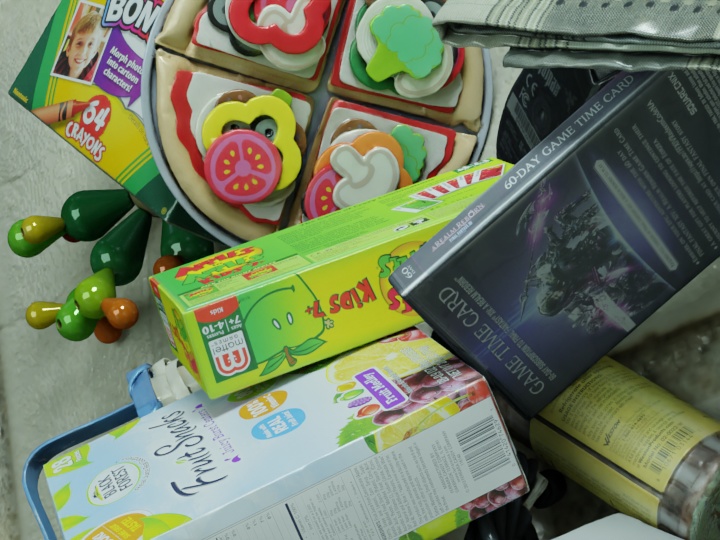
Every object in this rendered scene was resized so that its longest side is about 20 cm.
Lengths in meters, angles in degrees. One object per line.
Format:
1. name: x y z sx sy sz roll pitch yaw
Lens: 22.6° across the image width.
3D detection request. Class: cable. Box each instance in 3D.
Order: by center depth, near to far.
1. cable: 0.054 0.186 0.883 0.051 0.163 0.200 22 86 9

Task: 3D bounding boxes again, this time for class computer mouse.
1. computer mouse: 0.131 -0.085 0.907 0.200 0.046 0.140 103 149 -42

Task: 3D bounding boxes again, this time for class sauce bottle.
1. sauce bottle: 0.114 0.072 0.911 0.200 0.065 0.065 34 104 42

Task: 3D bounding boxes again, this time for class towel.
1. towel: 0.151 -0.151 0.787 0.192 0.035 0.200 10 49 33

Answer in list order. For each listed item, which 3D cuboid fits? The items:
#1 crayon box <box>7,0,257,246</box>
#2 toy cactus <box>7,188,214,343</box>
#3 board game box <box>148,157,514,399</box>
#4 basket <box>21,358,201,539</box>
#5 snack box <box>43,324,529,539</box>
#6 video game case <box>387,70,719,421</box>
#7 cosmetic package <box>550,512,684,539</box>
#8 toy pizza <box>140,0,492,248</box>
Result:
1. crayon box: -0.109 -0.136 1.094 0.200 0.058 0.173 36 99 43
2. toy cactus: -0.139 -0.021 1.171 0.200 0.102 0.165 15 72 47
3. board game box: 0.000 0.000 0.923 0.102 0.200 0.048 -149 41 -72
4. basket: -0.085 0.136 1.019 0.200 0.139 0.176 -26 59 2
5. snack box: -0.043 0.099 0.861 0.068 0.200 0.169 66 170 -16
6. video game case: 0.121 -0.026 0.830 0.200 0.143 0.019 -41 50 4
7. cosmetic package: 0.127 0.228 0.819 0.113 0.081 0.200 19 111 43
8. toy pizza: -0.021 -0.098 0.998 0.032 0.200 0.200 -137 67 -75
